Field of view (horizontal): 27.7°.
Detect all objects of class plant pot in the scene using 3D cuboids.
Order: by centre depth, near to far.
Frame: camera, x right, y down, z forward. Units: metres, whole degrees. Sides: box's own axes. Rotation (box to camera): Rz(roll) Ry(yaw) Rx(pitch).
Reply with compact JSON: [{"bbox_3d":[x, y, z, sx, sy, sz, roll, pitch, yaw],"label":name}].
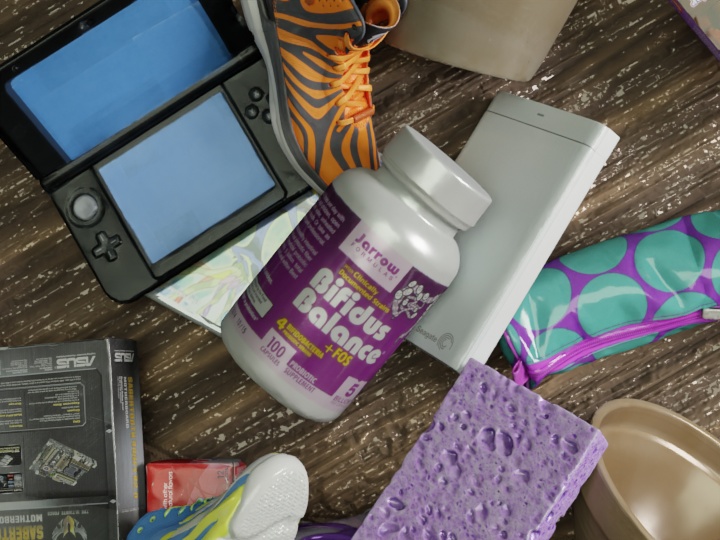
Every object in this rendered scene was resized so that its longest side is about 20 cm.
[{"bbox_3d":[0.216,0.193,1.018,0.200,0.201,0.093,40,118,7],"label":"plant pot"},{"bbox_3d":[0.094,-0.237,1.062,0.198,0.200,0.176,16,102,6],"label":"plant pot"}]

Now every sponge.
[{"bbox_3d":[0.065,0.168,0.965,0.111,0.030,0.201,29,80,33],"label":"sponge"}]

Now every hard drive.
[{"bbox_3d":[0.092,-0.030,1.070,0.027,0.132,0.201,32,88,-35],"label":"hard drive"}]

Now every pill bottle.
[{"bbox_3d":[0.000,0.000,1.037,0.112,0.112,0.201,40,100,7],"label":"pill bottle"}]

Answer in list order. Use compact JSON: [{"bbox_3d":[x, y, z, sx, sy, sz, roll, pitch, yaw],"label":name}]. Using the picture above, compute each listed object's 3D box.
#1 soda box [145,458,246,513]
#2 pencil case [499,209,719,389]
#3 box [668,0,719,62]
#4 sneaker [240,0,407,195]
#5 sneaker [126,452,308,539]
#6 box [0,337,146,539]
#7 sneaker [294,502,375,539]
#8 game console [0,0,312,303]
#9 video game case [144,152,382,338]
[{"bbox_3d":[-0.122,0.243,1.087,0.069,0.063,0.203,-1,84,5],"label":"soda box"},{"bbox_3d":[0.196,0.022,1.068,0.198,0.086,0.093,-18,45,4],"label":"pencil case"},{"bbox_3d":[0.338,-0.208,1.031,0.200,0.039,0.137,-40,83,8],"label":"box"},{"bbox_3d":[-0.012,-0.143,1.043,0.111,0.077,0.202,-8,111,44],"label":"sneaker"},{"bbox_3d":[-0.114,0.182,0.998,0.105,0.075,0.201,49,115,37],"label":"sneaker"},{"bbox_3d":[-0.261,0.138,1.096,0.197,0.048,0.161,-7,85,17],"label":"box"},{"bbox_3d":[0.008,0.207,1.046,0.198,0.088,0.082,-10,85,-20],"label":"sneaker"},{"bbox_3d":[-0.151,-0.100,1.072,0.199,0.116,0.177,-31,83,2],"label":"game console"},{"bbox_3d":[-0.077,-0.036,1.128,0.198,0.022,0.184,28,88,6],"label":"video game case"}]
